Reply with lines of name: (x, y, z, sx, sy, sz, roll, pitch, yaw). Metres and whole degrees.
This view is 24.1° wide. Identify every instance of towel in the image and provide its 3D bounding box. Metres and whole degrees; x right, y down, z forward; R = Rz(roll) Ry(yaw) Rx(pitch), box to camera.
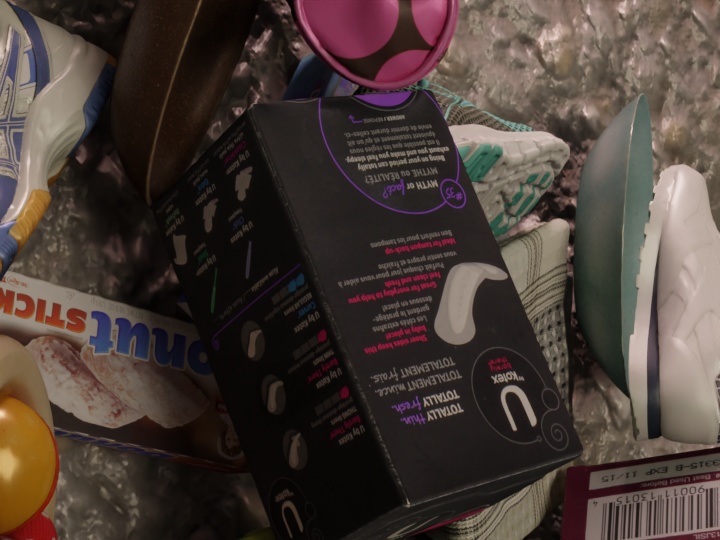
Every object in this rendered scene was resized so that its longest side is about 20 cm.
towel: (0.095, 0.075, 1.020, 0.200, 0.034, 0.194, -26, 113, -62)

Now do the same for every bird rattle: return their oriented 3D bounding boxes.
bird rattle: (-0.158, 0.111, 0.742, 0.200, 0.112, 0.164, 42, 49, -68)

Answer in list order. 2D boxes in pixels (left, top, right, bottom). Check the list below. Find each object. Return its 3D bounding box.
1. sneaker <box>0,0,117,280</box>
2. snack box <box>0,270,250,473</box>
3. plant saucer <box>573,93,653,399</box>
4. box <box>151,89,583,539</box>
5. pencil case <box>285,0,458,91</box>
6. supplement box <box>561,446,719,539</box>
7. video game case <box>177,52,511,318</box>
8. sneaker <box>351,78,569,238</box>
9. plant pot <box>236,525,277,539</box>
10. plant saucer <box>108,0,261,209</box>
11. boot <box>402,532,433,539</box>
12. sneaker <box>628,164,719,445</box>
sneaker: (-0.187, -0.048, 0.790, 0.088, 0.075, 0.201, 32, 43, -15)
snack box: (-0.132, 0.052, 0.868, 0.199, 0.024, 0.072, 19, 69, -41)
plant saucer: (0.166, -0.016, 1.117, 0.201, 0.038, 0.203, 1, 90, -75)
box: (0.001, 0.026, 0.821, 0.122, 0.106, 0.201, -9, 71, -40)
pencil case: (0.000, -0.156, 0.898, 0.091, 0.200, 0.094, -41, 105, 8)
supplement box: (0.214, 0.219, 1.066, 0.103, 0.130, 0.201, -75, 149, -52)
video game case: (0.000, 0.000, 0.972, 0.181, 0.045, 0.201, 50, 46, -30)
sneaker: (0.055, -0.074, 0.970, 0.091, 0.078, 0.200, 46, 15, 19)
plant pot: (-0.027, 0.226, 0.859, 0.199, 0.200, 0.191, -6, 76, -44)
plant saucer: (-0.083, -0.131, 0.856, 0.036, 0.201, 0.201, 22, 64, 0)
boot: (0.060, 0.253, 1.007, 0.173, 0.069, 0.201, 20, 61, -40)
sneaker: (0.217, 0.022, 1.087, 0.077, 0.080, 0.201, 65, 29, -57)
